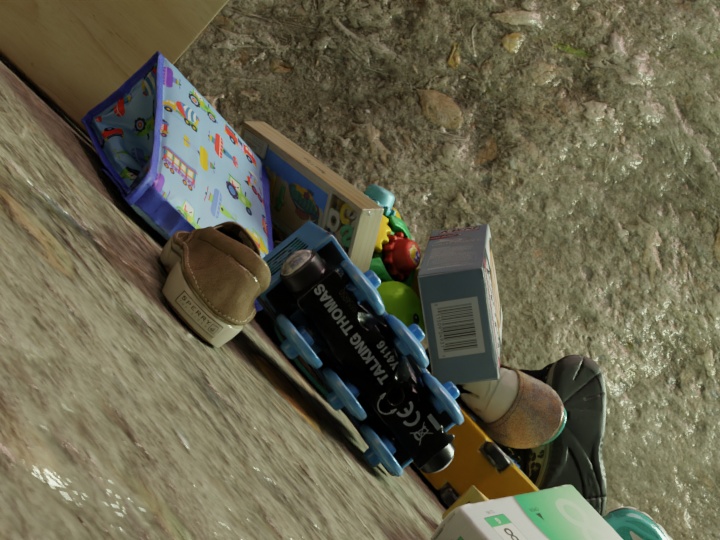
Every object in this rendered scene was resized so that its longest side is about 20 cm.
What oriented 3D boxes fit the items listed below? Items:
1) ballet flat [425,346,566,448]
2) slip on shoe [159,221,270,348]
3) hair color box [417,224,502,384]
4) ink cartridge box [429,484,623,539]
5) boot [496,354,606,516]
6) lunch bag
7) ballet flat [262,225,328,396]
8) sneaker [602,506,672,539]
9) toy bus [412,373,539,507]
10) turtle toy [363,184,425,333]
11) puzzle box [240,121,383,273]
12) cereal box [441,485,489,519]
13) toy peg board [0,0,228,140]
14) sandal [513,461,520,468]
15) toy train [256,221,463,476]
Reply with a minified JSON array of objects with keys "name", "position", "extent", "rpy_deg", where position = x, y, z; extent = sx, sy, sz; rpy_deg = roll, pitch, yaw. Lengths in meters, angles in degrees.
[{"name":"ballet flat","position":[0.110,0.110,1.257],"extent":[0.067,0.069,0.199],"rpy_deg":[32,-6,-26]},{"name":"slip on shoe","position":[-0.094,-0.003,0.928],"extent":[0.076,0.061,0.200],"rpy_deg":[44,2,-7]},{"name":"hair color box","position":[0.094,0.027,1.255],"extent":[0.200,0.060,0.101],"rpy_deg":[-64,146,-76]},{"name":"ink cartridge box","position":[0.152,0.225,0.866],"extent":[0.200,0.050,0.160],"rpy_deg":[44,21,28]},{"name":"boot","position":[0.166,0.183,1.293],"extent":[0.072,0.207,0.153],"rpy_deg":[10,-8,-18]},{"name":"lunch bag","position":[-0.135,-0.060,1.113],"extent":[0.151,0.094,0.201],"rpy_deg":[46,10,-33]},{"name":"ballet flat","position":[-0.045,0.027,1.143],"extent":[0.067,0.073,0.200],"rpy_deg":[24,17,-45]},{"name":"sneaker","position":[0.249,0.283,1.104],"extent":[0.080,0.077,0.202],"rpy_deg":[90,-23,-77]},{"name":"toy bus","position":[0.087,0.163,1.194],"extent":[0.200,0.065,0.078],"rpy_deg":[46,2,37]},{"name":"turtle toy","position":[0.000,0.000,1.262],"extent":[0.102,0.144,0.202],"rpy_deg":[106,-35,-54]},{"name":"puzzle box","position":[-0.059,-0.034,1.219],"extent":[0.025,0.135,0.200],"rpy_deg":[-4,28,-36]},{"name":"cereal box","position":[0.155,0.258,1.030],"extent":[0.200,0.040,0.144],"rpy_deg":[44,3,-37]},{"name":"toy peg board","position":[-0.247,-0.251,1.217],"extent":[0.200,0.200,0.098],"rpy_deg":[44,-14,-19]},{"name":"sandal","position":[0.102,0.169,1.391],"extent":[0.199,0.080,0.087],"rpy_deg":[35,12,-27]},{"name":"toy train","position":[-0.001,0.060,0.997],"extent":[0.201,0.086,0.114],"rpy_deg":[54,-6,-22]}]
